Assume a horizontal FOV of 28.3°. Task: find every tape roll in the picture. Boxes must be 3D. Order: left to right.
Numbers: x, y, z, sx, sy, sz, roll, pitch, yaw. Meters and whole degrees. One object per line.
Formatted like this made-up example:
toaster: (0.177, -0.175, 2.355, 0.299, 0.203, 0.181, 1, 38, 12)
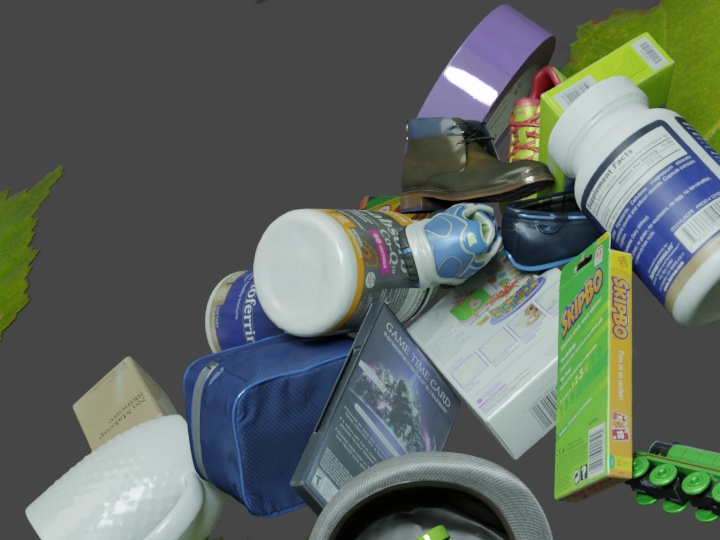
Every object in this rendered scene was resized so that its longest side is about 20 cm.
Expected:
tape roll: (0.129, -0.184, 1.540, 0.201, 0.065, 0.200, -52, -10, -13)

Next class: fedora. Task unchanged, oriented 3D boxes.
fedora: (0.058, 0.231, 1.112, 0.197, 0.179, 0.090, -15, -9, 10)

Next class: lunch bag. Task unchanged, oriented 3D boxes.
lunch bag: (-0.061, 0.130, 1.335, 0.198, 0.138, 0.132, -12, 17, -30)

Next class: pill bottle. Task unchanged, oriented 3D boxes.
pill bottle: (-0.063, 0.051, 1.511, 0.198, 0.116, 0.116, -7, 43, 45)
pill bottle: (0.000, 0.000, 1.351, 0.115, 0.118, 0.199, -17, -8, 35)
pill bottle: (0.251, -0.061, 1.189, 0.115, 0.116, 0.201, -38, 63, 3)

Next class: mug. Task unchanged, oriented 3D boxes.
mug: (-0.210, 0.236, 1.386, 0.175, 0.148, 0.200, -40, 15, -10)

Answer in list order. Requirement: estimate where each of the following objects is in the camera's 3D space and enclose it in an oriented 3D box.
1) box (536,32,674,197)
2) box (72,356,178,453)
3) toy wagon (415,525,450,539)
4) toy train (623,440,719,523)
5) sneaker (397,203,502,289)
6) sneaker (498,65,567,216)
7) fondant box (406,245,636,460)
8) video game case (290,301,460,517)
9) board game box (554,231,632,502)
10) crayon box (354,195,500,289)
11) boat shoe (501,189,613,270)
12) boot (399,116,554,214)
box: (0.227, -0.124, 1.353, 0.121, 0.201, 0.048, -31, 64, -11)
box: (-0.245, 0.185, 1.579, 0.095, 0.078, 0.200, -42, 29, -5)
toy wagon: (0.044, 0.292, 1.033, 0.199, 0.040, 0.156, -37, 72, 6)
toy train: (0.274, 0.158, 1.043, 0.056, 0.042, 0.199, -42, 27, -25)
sneaker: (0.098, -0.024, 1.322, 0.076, 0.077, 0.200, -17, 5, 18)
sneaker: (0.181, -0.134, 1.502, 0.077, 0.090, 0.201, -12, 41, 39)
fondant box: (0.142, 0.065, 1.307, 0.144, 0.058, 0.200, -40, 29, -1)
video game case: (0.019, 0.149, 1.248, 0.019, 0.143, 0.201, -11, 40, 37)
board game box: (0.187, 0.077, 1.149, 0.096, 0.030, 0.203, 133, 142, -63)
crayon box: (0.044, -0.020, 1.548, 0.199, 0.051, 0.127, 3, 50, 51)
boat shoe: (0.226, -0.058, 1.309, 0.198, 0.069, 0.084, -20, 25, -13)
boot: (0.106, -0.112, 1.390, 0.199, 0.074, 0.098, -7, 86, 49)
